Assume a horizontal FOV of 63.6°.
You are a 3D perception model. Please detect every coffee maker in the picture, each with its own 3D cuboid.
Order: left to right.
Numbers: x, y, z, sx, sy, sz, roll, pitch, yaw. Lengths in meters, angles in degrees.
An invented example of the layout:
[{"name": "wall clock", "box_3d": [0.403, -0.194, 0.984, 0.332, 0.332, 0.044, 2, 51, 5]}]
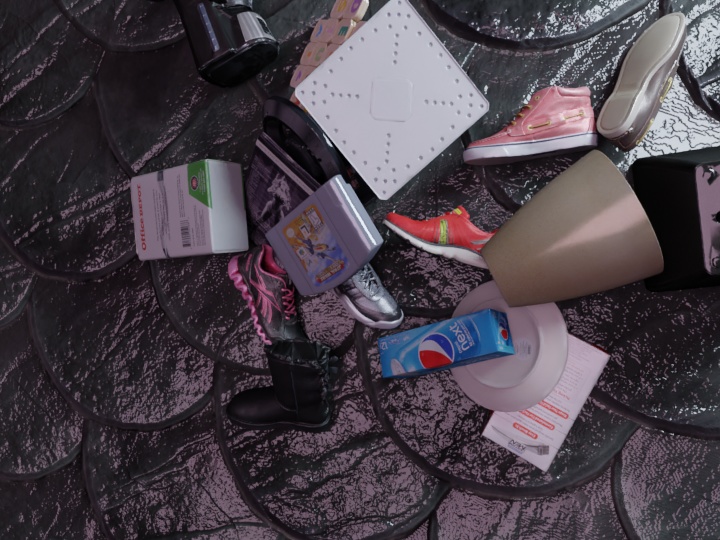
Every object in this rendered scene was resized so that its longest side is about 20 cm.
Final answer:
[{"name": "coffee maker", "box_3d": [-0.248, -0.417, 0.971, 0.191, 0.134, 0.202, -22, 86, 38]}]

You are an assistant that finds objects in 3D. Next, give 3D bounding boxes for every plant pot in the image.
[{"name": "plant pot", "box_3d": [0.276, -0.035, 0.813, 0.198, 0.187, 0.189, -28, 86, 13]}, {"name": "plant pot", "box_3d": [0.491, -0.072, 0.764, 0.197, 0.177, 0.203, -7, 93, 15]}]

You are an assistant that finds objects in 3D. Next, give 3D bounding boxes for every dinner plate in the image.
[{"name": "dinner plate", "box_3d": [0.213, 0.111, 0.880, 0.198, 0.024, 0.203, -8, 77, 36]}]

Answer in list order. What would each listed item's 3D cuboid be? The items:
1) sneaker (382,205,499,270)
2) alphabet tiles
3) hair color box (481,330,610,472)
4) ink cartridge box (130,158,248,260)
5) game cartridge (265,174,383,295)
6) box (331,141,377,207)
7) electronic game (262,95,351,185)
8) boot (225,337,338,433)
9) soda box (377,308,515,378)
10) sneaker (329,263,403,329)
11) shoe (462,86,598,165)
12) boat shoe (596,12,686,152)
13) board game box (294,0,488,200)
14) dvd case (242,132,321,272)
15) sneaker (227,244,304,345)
[{"name": "sneaker", "box_3d": [0.134, -0.063, 0.915, 0.198, 0.077, 0.086, 17, 92, 2]}, {"name": "alphabet tiles", "box_3d": [-0.054, -0.332, 0.903, 0.202, 0.014, 0.195, -63, 35, 9]}, {"name": "hair color box", "box_3d": [0.280, 0.186, 0.890, 0.110, 0.064, 0.202, 28, 98, 12]}, {"name": "ink cartridge box", "box_3d": [-0.291, -0.097, 0.980, 0.198, 0.083, 0.149, -2, 93, 34]}, {"name": "game cartridge", "box_3d": [-0.058, -0.040, 0.878, 0.199, 0.041, 0.134, -32, 86, 46]}, {"name": "box", "box_3d": [-0.002, -0.215, 0.913, 0.158, 0.046, 0.202, -28, 85, 44]}, {"name": "electronic game", "box_3d": [-0.084, -0.179, 0.902, 0.042, 0.200, 0.200, -40, 82, -16]}, {"name": "boot", "box_3d": [-0.134, 0.188, 0.958, 0.195, 0.074, 0.164, 5, 125, 8]}, {"name": "soda box", "box_3d": [0.126, 0.116, 0.886, 0.198, 0.068, 0.065, -20, 69, 32]}, {"name": "sneaker", "box_3d": [0.000, 0.000, 0.922, 0.200, 0.075, 0.114, 42, 136, 12]}, {"name": "shoe", "box_3d": [0.250, -0.217, 0.875, 0.197, 0.071, 0.092, -7, 90, 9]}, {"name": "boat shoe", "box_3d": [0.412, -0.268, 0.833, 0.059, 0.072, 0.202, 30, 87, -30]}, {"name": "board game box", "box_3d": [0.043, -0.238, 0.815, 0.199, 0.026, 0.200, -40, 94, 6]}, {"name": "dvd case", "box_3d": [-0.137, -0.101, 0.949, 0.149, 0.016, 0.201, 43, 135, 12]}, {"name": "sneaker", "box_3d": [-0.141, 0.045, 0.976, 0.095, 0.079, 0.201, -33, 86, 23]}]
